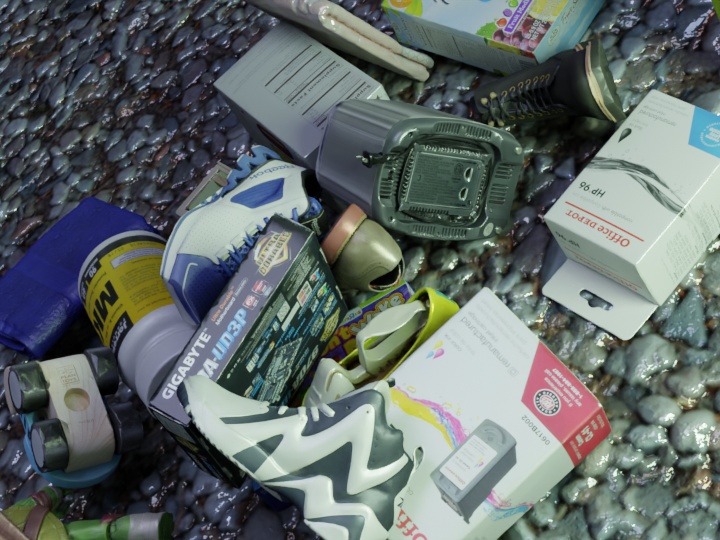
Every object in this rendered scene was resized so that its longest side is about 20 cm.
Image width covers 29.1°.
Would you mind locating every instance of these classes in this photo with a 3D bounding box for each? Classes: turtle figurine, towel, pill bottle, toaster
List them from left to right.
[{"bbox_3d":[-0.327,0.010,1.541,0.147,0.050,0.200,21,61,44],"label":"towel"},{"bbox_3d":[-0.271,0.276,1.294,0.192,0.202,0.144,4,30,11],"label":"turtle figurine"},{"bbox_3d":[-0.203,0.057,1.392,0.114,0.114,0.200,-39,44,0],"label":"pill bottle"},{"bbox_3d":[-0.042,-0.270,1.496,0.199,0.190,0.032,28,95,42],"label":"towel"},{"bbox_3d":[0.046,-0.098,1.308,0.129,0.199,0.115,28,110,50],"label":"toaster"}]

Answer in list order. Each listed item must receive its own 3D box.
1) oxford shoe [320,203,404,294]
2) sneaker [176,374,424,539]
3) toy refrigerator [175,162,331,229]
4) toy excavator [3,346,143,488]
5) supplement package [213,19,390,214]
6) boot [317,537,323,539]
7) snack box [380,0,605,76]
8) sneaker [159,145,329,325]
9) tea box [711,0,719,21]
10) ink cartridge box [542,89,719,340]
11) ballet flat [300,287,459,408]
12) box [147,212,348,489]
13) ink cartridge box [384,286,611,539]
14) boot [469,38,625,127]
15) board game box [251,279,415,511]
[{"bbox_3d":[0.000,0.000,1.286,0.074,0.200,0.071,35,82,4],"label":"oxford shoe"},{"bbox_3d":[-0.036,0.117,1.077,0.199,0.080,0.130,37,79,15],"label":"sneaker"},{"bbox_3d":[-0.102,-0.038,1.433,0.076,0.070,0.199,-49,44,-10],"label":"toy refrigerator"},{"bbox_3d":[-0.308,0.145,1.385,0.099,0.200,0.196,-11,61,-29],"label":"toy excavator"},{"bbox_3d":[-0.046,-0.160,1.462,0.109,0.114,0.200,-43,43,-6],"label":"supplement package"},{"bbox_3d":[-0.065,0.261,1.147,0.201,0.064,0.186,-52,57,9],"label":"boot"},{"bbox_3d":[0.149,-0.297,1.459,0.199,0.068,0.169,23,70,34],"label":"snack box"},{"bbox_3d":[-0.095,-0.038,1.318,0.114,0.081,0.200,11,53,34],"label":"sneaker"},{"bbox_3d":[0.410,-0.286,1.201,0.133,0.197,0.201,23,71,43],"label":"tea box"},{"bbox_3d":[0.246,-0.051,1.216,0.200,0.068,0.116,-49,45,-9],"label":"ink cartridge box"},{"bbox_3d":[0.002,0.086,1.203,0.200,0.067,0.067,-40,45,0],"label":"ballet flat"},{"bbox_3d":[-0.091,0.073,1.207,0.046,0.159,0.201,24,71,22],"label":"box"},{"bbox_3d":[0.083,0.138,1.134,0.200,0.086,0.148,-42,66,-5],"label":"ink cartridge box"},{"bbox_3d":[0.168,-0.158,1.292,0.137,0.078,0.200,-18,6,9],"label":"boot"},{"bbox_3d":[-0.017,0.114,1.275,0.199,0.045,0.135,-30,45,10],"label":"board game box"}]
